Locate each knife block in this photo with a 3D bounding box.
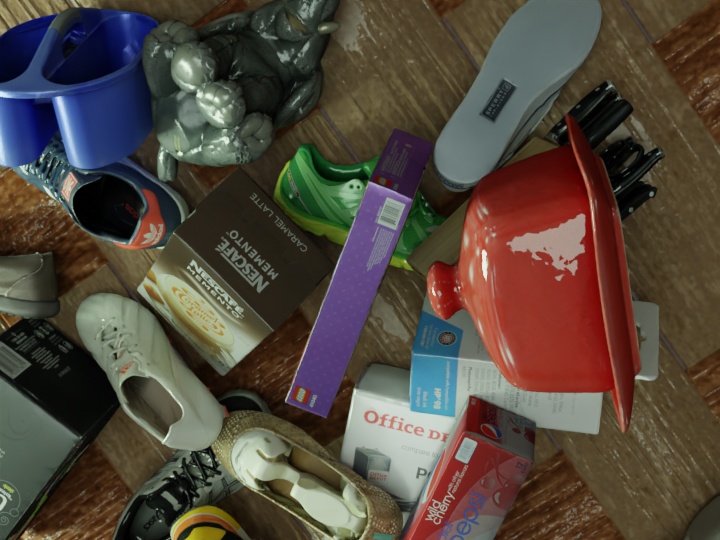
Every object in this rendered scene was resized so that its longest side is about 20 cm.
[{"bbox_3d":[0.147,-0.069,1.158,0.199,0.064,0.176,0,106,-20],"label":"knife block"}]

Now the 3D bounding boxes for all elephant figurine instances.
[{"bbox_3d":[-0.078,-0.176,1.190,0.155,0.200,0.142,12,132,41],"label":"elephant figurine"}]

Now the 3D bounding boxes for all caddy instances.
[{"bbox_3d":[-0.242,-0.165,1.182,0.141,0.200,0.105,2,119,8],"label":"caddy"}]

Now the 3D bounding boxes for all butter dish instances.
[{"bbox_3d":[0.123,0.005,1.056,0.147,0.200,0.200,-8,111,7],"label":"butter dish"}]

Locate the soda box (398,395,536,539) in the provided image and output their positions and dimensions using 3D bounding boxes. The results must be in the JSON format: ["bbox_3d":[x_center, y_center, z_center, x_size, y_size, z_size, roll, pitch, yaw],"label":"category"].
[{"bbox_3d":[0.076,0.207,1.166,0.063,0.070,0.200,23,113,-2],"label":"soda box"}]

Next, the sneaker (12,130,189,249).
[{"bbox_3d":[-0.249,-0.081,1.244,0.200,0.084,0.075,27,107,15],"label":"sneaker"}]

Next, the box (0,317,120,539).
[{"bbox_3d":[-0.330,0.164,1.287,0.124,0.149,0.200,38,106,-1],"label":"box"}]

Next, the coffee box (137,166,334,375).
[{"bbox_3d":[-0.110,0.006,1.186,0.114,0.200,0.080,44,68,-1],"label":"coffee box"}]

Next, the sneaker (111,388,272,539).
[{"bbox_3d":[-0.153,0.198,1.296,0.076,0.088,0.200,39,104,2],"label":"sneaker"}]

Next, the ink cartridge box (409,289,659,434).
[{"bbox_3d":[0.148,0.073,1.194,0.199,0.116,0.067,6,124,9],"label":"ink cartridge box"}]

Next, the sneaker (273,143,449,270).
[{"bbox_3d":[0.023,-0.054,1.217,0.199,0.074,0.084,19,109,6],"label":"sneaker"}]

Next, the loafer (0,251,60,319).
[{"bbox_3d":[-0.368,-0.010,1.304,0.199,0.073,0.071,13,94,2],"label":"loafer"}]

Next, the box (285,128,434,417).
[{"bbox_3d":[0.000,0.000,1.126,0.039,0.137,0.200,22,114,1],"label":"box"}]

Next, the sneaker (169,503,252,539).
[{"bbox_3d":[-0.090,0.294,1.273,0.070,0.090,0.200,-43,120,13],"label":"sneaker"}]

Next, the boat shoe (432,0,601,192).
[{"bbox_3d":[0.126,-0.152,1.182,0.074,0.065,0.200,41,85,7],"label":"boat shoe"}]

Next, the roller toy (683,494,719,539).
[{"bbox_3d":[0.364,0.279,1.195,0.182,0.140,0.200,42,105,-2],"label":"roller toy"}]

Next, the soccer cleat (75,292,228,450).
[{"bbox_3d":[-0.198,0.084,1.255,0.200,0.077,0.069,42,109,29],"label":"soccer cleat"}]

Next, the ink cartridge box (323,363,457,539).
[{"bbox_3d":[0.050,0.200,1.263,0.145,0.085,0.201,13,102,7],"label":"ink cartridge box"}]

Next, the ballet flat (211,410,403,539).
[{"bbox_3d":[-0.055,0.176,1.208,0.200,0.065,0.071,24,93,22],"label":"ballet flat"}]
